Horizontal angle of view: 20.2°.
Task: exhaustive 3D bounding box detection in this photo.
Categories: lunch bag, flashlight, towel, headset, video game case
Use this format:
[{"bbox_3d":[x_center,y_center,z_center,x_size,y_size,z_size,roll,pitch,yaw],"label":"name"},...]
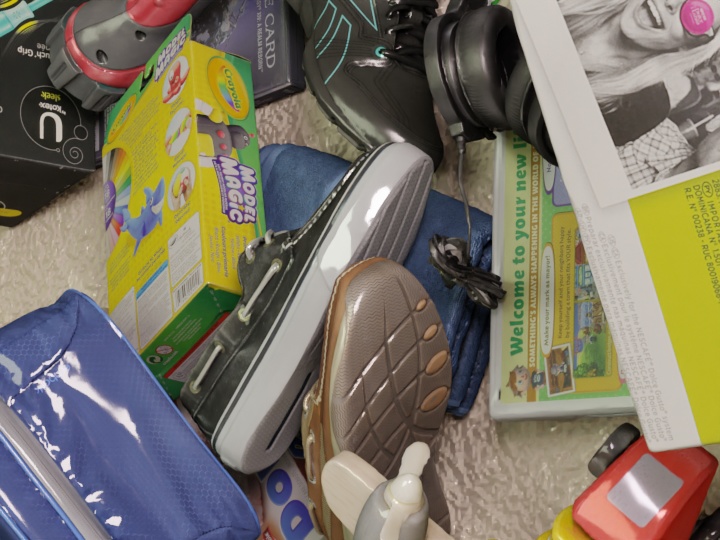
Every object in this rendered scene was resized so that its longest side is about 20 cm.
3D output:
[{"bbox_3d":[-0.159,0.128,1.097,0.200,0.132,0.136,52,157,1],"label":"lunch bag"},{"bbox_3d":[-0.121,-0.169,1.212,0.200,0.068,0.068,-38,18,49],"label":"flashlight"},{"bbox_3d":[0.000,0.000,1.118,0.200,0.048,0.112,22,95,46],"label":"towel"},{"bbox_3d":[0.088,-0.084,0.998,0.123,0.094,0.200,19,76,42],"label":"headset"},{"bbox_3d":[0.145,-0.029,0.987,0.182,0.022,0.201,-6,76,35],"label":"video game case"},{"bbox_3d":[-0.112,-0.157,1.287,0.200,0.019,0.143,-16,69,40],"label":"video game case"}]

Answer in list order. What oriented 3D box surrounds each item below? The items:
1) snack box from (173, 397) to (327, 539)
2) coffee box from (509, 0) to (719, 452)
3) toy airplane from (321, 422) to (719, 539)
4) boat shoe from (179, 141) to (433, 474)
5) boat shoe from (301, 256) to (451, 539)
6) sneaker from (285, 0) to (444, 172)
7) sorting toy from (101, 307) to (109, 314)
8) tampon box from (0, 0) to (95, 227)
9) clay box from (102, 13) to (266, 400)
[{"bbox_3d":[-0.071,0.099,1.178,0.072,0.024,0.200,-52,49,24],"label":"snack box"},{"bbox_3d":[0.205,-0.065,0.769,0.197,0.200,0.201,-12,101,35],"label":"coffee box"},{"bbox_3d":[0.077,0.174,0.932,0.199,0.141,0.200,-6,96,29],"label":"toy airplane"},{"bbox_3d":[-0.036,0.011,1.042,0.071,0.072,0.200,38,108,20],"label":"boat shoe"},{"bbox_3d":[-0.001,0.079,1.030,0.072,0.076,0.201,32,133,42],"label":"boat shoe"},{"bbox_3d":[0.008,-0.137,1.123,0.079,0.075,0.200,-40,52,24],"label":"sneaker"},{"bbox_3d":[-0.209,0.152,1.252,0.200,0.069,0.199,-37,58,38],"label":"sorting toy"},{"bbox_3d":[-0.270,-0.147,1.333,0.126,0.150,0.201,-27,61,50],"label":"tampon box"},{"bbox_3d":[-0.104,-0.040,1.170,0.115,0.047,0.200,-44,40,42],"label":"clay box"}]
